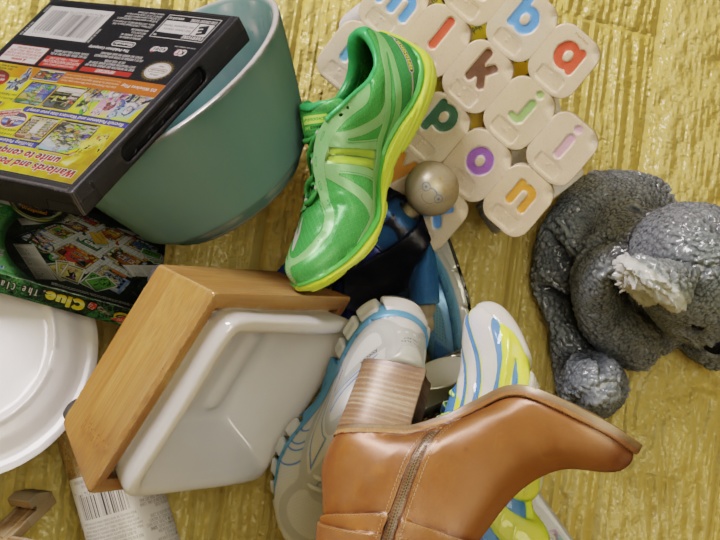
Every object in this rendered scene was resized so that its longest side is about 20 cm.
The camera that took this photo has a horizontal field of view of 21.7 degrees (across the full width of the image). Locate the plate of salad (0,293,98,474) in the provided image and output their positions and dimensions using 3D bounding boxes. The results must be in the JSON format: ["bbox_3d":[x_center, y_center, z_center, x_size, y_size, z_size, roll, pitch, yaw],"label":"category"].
[{"bbox_3d":[-0.283,0.057,1.315,0.198,0.048,0.202,3,62,-6],"label":"plate of salad"}]

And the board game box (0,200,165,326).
[{"bbox_3d":[-0.236,-0.024,1.330,0.198,0.024,0.105,17,44,-14],"label":"board game box"}]

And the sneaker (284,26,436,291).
[{"bbox_3d":[-0.016,-0.078,1.302,0.083,0.074,0.202,31,68,-27],"label":"sneaker"}]

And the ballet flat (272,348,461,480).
[{"bbox_3d":[0.021,0.102,1.368,0.198,0.064,0.068,-23,57,3],"label":"ballet flat"}]

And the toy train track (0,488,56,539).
[{"bbox_3d":[-0.277,0.202,1.249,0.200,0.114,0.033,-46,125,-42],"label":"toy train track"}]

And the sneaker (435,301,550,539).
[{"bbox_3d":[0.067,0.121,1.255,0.104,0.076,0.202,-4,74,-13],"label":"sneaker"}]

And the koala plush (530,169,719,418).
[{"bbox_3d":[0.230,0.000,1.405,0.176,0.200,0.185,-21,89,-18],"label":"koala plush"}]

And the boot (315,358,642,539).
[{"bbox_3d":[0.069,0.150,1.185,0.198,0.074,0.156,9,75,22],"label":"boot"}]

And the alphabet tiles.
[{"bbox_3d":[0.070,-0.121,1.360,0.200,0.015,0.196,40,105,2],"label":"alphabet tiles"}]

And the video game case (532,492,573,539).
[{"bbox_3d":[0.083,0.245,1.286,0.182,0.024,0.201,-37,92,-20],"label":"video game case"}]

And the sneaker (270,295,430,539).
[{"bbox_3d":[-0.008,0.120,1.296,0.074,0.087,0.201,16,113,-15],"label":"sneaker"}]

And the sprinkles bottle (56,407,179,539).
[{"bbox_3d":[-0.162,0.188,1.330,0.068,0.068,0.202,-16,88,-18],"label":"sprinkles bottle"}]

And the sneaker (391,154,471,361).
[{"bbox_3d":[0.026,-0.008,1.423,0.089,0.078,0.202,-22,89,3],"label":"sneaker"}]

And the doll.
[{"bbox_3d":[0.000,0.000,1.366,0.136,0.048,0.200,43,103,1],"label":"doll"}]

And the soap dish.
[{"bbox_3d":[-0.102,0.071,1.278,0.081,0.200,0.158,38,104,21],"label":"soap dish"}]

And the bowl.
[{"bbox_3d":[-0.117,-0.094,1.332,0.201,0.200,0.105,-44,119,-17],"label":"bowl"}]

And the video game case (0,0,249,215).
[{"bbox_3d":[-0.200,-0.116,1.282,0.181,0.199,0.026,-50,132,-29],"label":"video game case"}]

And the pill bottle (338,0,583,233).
[{"bbox_3d":[0.080,-0.134,1.422,0.112,0.112,0.201,-35,94,-18],"label":"pill bottle"}]
